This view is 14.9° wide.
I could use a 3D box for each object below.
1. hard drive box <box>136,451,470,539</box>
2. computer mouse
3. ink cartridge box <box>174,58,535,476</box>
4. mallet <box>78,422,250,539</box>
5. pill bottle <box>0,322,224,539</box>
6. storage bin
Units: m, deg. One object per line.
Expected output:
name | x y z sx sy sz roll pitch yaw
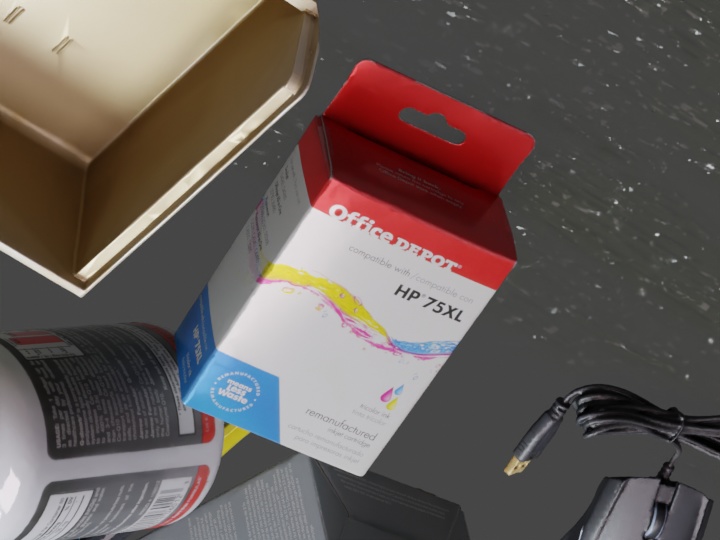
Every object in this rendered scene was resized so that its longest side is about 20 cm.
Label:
hard drive box | -0.053 0.195 1.628 0.200 0.077 0.156 -30 146 28
computer mouse | 0.143 0.149 1.631 0.140 0.046 0.200 17 132 -17
ink cartridge box | 0.000 0.000 1.447 0.116 0.067 0.200 23 118 -21
mallet | -0.096 0.100 1.562 0.200 0.041 0.066 -34 123 12
pill bottle | -0.179 0.089 1.469 0.200 0.116 0.116 -2 147 -48
storage bin | -0.153 -0.117 1.339 0.200 0.094 0.199 32 127 -27
